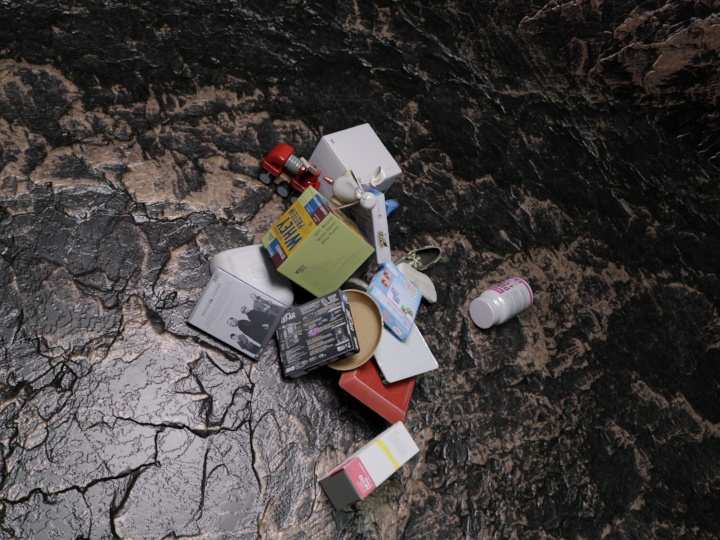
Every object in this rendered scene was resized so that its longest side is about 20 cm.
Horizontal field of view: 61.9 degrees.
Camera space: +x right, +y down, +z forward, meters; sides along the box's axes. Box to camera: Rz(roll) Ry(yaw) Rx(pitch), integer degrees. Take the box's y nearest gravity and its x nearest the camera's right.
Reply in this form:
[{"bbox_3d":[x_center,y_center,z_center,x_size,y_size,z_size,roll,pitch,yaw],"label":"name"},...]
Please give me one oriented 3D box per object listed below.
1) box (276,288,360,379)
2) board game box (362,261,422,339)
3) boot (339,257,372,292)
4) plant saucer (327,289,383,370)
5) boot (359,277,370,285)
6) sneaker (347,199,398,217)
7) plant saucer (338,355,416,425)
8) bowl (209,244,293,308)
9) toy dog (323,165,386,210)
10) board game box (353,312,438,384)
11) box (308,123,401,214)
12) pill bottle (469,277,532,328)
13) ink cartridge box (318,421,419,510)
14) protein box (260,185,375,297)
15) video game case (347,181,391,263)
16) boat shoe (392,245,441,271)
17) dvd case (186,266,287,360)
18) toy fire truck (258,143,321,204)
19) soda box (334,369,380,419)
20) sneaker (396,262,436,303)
[{"bbox_3d":[-0.111,0.158,1.486,0.043,0.198,0.162,37,33,-59],"label":"box"},{"bbox_3d":[0.091,0.070,1.612,0.151,0.036,0.201,46,32,-11],"label":"board game box"},{"bbox_3d":[0.001,-0.002,1.686,0.180,0.074,0.200,17,39,30],"label":"boot"},{"bbox_3d":[-0.028,0.150,1.496,0.035,0.198,0.203,36,35,-59],"label":"plant saucer"},{"bbox_3d":[0.024,0.133,1.649,0.163,0.066,0.201,25,45,2],"label":"boot"},{"bbox_3d":[0.048,-0.165,1.862,0.198,0.066,0.079,-22,85,-37],"label":"sneaker"},{"bbox_3d":[0.059,0.266,1.515,0.199,0.037,0.201,37,38,-9],"label":"plant saucer"},{"bbox_3d":[-0.272,0.019,1.554,0.198,0.075,0.202,-11,68,-36],"label":"bowl"},{"bbox_3d":[-0.032,-0.207,1.512,0.095,0.199,0.134,23,76,-27],"label":"toy dog"},{"bbox_3d":[0.089,0.190,1.565,0.198,0.026,0.202,-6,59,-44],"label":"board game box"},{"bbox_3d":[-0.026,-0.305,1.832,0.198,0.172,0.201,-26,75,-38],"label":"box"},{"bbox_3d":[0.439,0.103,1.877,0.198,0.114,0.114,-21,72,-37],"label":"pill bottle"},{"bbox_3d":[0.022,0.454,1.397,0.199,0.145,0.084,-27,76,-38],"label":"ink cartridge box"},{"bbox_3d":[-0.110,-0.066,1.550,0.199,0.199,0.135,36,12,-45],"label":"protein box"},{"bbox_3d":[0.019,-0.137,1.627,0.045,0.184,0.200,-16,24,-16],"label":"video game case"},{"bbox_3d":[0.168,-0.029,1.841,0.200,0.060,0.073,-20,72,-37],"label":"boat shoe"},{"bbox_3d":[-0.298,0.105,1.461,0.198,0.025,0.152,30,89,-9],"label":"dvd case"},{"bbox_3d":[-0.189,-0.293,1.713,0.175,0.200,0.129,36,49,-4],"label":"toy fire truck"},{"bbox_3d":[0.007,0.279,1.547,0.201,0.071,0.063,49,48,7],"label":"soda box"},{"bbox_3d":[0.147,0.046,1.783,0.199,0.084,0.076,37,41,-37],"label":"sneaker"}]
